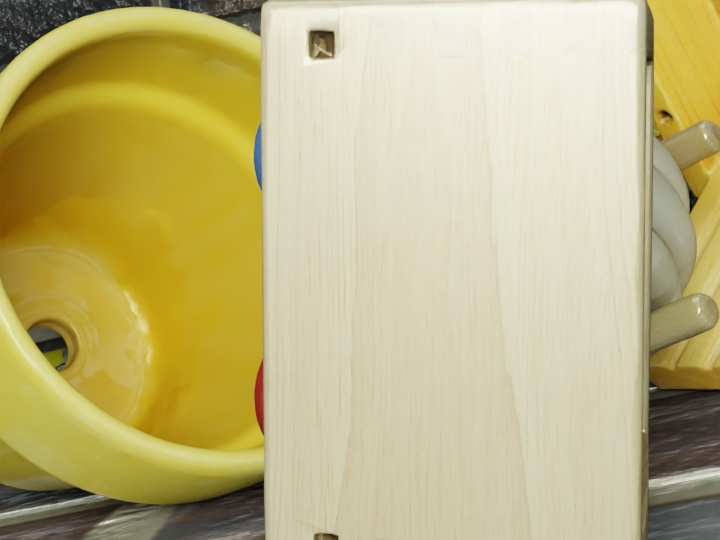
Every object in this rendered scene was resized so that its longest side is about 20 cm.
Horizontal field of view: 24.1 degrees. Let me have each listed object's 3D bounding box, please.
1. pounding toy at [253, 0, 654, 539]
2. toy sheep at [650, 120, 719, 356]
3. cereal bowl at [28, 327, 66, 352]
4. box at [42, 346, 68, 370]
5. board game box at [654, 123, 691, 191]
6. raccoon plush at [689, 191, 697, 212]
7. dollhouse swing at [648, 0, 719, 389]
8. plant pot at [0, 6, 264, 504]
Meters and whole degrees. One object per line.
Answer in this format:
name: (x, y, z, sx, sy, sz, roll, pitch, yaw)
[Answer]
pounding toy: (0.021, 0.010, 0.536, 0.142, 0.184, 0.200, 1, 7, 10)
toy sheep: (0.076, -0.016, 0.685, 0.138, 0.138, 0.200, -10, 43, 27)
cereal bowl: (-0.217, 0.019, 0.968, 0.200, 0.083, 0.200, -17, -6, -2)
box: (-0.191, 0.074, 0.929, 0.200, 0.048, 0.117, -12, -5, -29)
board game box: (0.100, -0.085, 0.912, 0.126, 0.035, 0.200, -32, 39, -33)
raccoon plush: (0.156, -0.040, 0.935, 0.200, 0.134, 0.097, -16, 6, -42)
dollhouse swing: (0.171, -0.074, 0.690, 0.176, 0.182, 0.200, -42, 19, -28)
plant pot: (-0.110, 0.013, 0.743, 0.201, 0.201, 0.189, -15, -9, -37)
